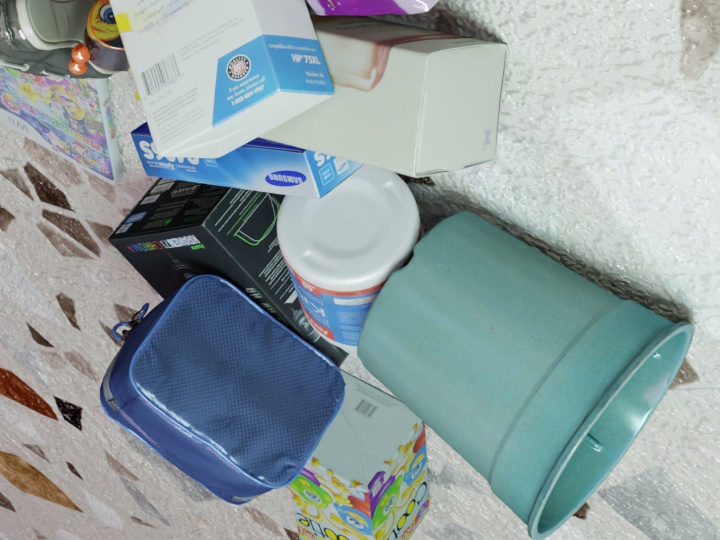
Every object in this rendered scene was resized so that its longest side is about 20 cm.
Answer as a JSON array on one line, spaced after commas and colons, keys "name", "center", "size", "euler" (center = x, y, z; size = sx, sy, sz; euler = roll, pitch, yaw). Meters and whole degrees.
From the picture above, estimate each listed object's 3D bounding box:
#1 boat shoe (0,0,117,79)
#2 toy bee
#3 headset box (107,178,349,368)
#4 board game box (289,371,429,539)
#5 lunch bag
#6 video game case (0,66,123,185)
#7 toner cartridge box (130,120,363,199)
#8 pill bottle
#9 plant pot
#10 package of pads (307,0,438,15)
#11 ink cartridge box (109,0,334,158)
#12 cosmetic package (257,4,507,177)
[{"name": "boat shoe", "center": [-0.250, -0.188, 1.437], "size": [0.057, 0.067, 0.200], "euler": [-13, 176, 14]}, {"name": "toy bee", "center": [-0.172, -0.176, 1.403], "size": [0.200, 0.109, 0.131], "euler": [24, 149, 20]}, {"name": "headset box", "center": [-0.098, 0.004, 1.614], "size": [0.200, 0.093, 0.174], "euler": [49, 151, -23]}, {"name": "board game box", "center": [-0.002, 0.210, 1.807], "size": [0.105, 0.103, 0.200], "euler": [26, 151, 21]}, {"name": "lunch bag", "center": [-0.130, 0.104, 1.554], "size": [0.200, 0.136, 0.132], "euler": [39, 154, -6]}, {"name": "video game case", "center": [-0.288, -0.171, 1.649], "size": [0.143, 0.018, 0.200], "euler": [28, 152, 16]}, {"name": "toner cartridge box", "center": [-0.079, -0.105, 1.412], "size": [0.200, 0.095, 0.043], "euler": [10, 130, 43]}, {"name": "pill bottle", "center": [0.000, 0.000, 1.455], "size": [0.112, 0.112, 0.200], "euler": [28, 162, 18]}, {"name": "plant pot", "center": [0.116, 0.068, 1.372], "size": [0.196, 0.200, 0.200], "euler": [37, 154, 20]}, {"name": "package of pads", "center": [-0.024, -0.256, 1.142], "size": [0.120, 0.076, 0.200], "euler": [8, 141, 48]}, {"name": "ink cartridge box", "center": [-0.107, -0.190, 1.223], "size": [0.116, 0.067, 0.200], "euler": [-24, 79, 34]}, {"name": "cosmetic package", "center": [-0.009, -0.131, 1.261], "size": [0.200, 0.103, 0.087], "euler": [17, 108, 33]}]
